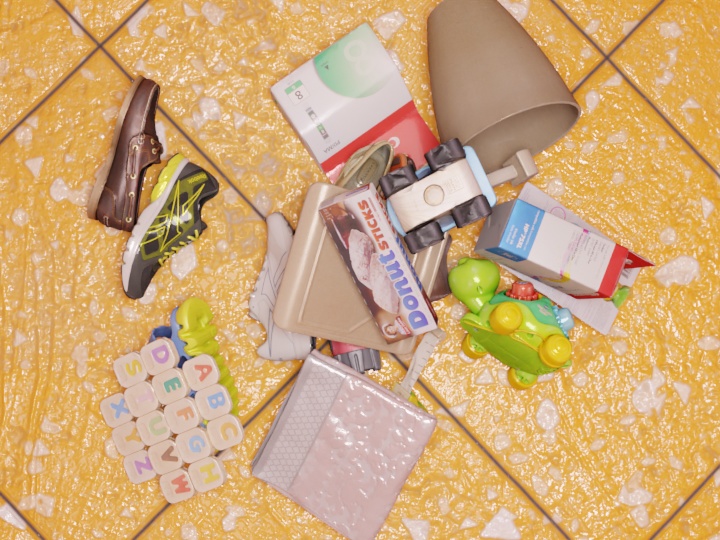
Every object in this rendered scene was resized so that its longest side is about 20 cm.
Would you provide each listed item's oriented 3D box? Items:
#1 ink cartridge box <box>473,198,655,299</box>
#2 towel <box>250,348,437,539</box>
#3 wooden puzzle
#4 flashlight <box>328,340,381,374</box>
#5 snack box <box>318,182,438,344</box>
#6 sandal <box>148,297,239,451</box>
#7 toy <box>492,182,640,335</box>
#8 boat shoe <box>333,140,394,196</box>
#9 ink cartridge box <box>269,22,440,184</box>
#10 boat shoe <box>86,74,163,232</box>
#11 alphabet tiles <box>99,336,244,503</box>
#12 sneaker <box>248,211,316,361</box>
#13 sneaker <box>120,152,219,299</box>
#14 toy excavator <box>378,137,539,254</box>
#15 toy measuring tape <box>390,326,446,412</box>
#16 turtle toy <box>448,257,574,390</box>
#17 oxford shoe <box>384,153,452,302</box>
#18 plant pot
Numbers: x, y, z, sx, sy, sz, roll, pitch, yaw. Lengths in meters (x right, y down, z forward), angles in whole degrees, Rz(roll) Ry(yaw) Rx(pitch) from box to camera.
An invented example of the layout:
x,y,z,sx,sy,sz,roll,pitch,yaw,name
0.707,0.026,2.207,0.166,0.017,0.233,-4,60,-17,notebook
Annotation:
x,y,z,sx,sy,sz,roll,pitch,yaw,name
0.256,-0.017,1.329,0.198,0.116,0.068,24,84,-8,ink cartridge box
-0.025,0.228,1.349,0.189,0.032,0.202,29,107,6,towel
0.000,0.000,1.326,0.198,0.037,0.188,14,96,-25,wooden puzzle
-0.021,0.038,1.390,0.067,0.067,0.203,-15,82,33,flashlight
0.024,-0.006,1.282,0.071,0.024,0.202,-20,113,18,snack box
-0.219,0.139,1.374,0.086,0.079,0.203,-13,92,27,sandal
0.271,-0.014,1.416,0.199,0.047,0.116,32,79,-6,toy
-0.015,-0.078,1.354,0.073,0.063,0.202,35,69,-11,boat shoe
-0.003,-0.204,1.414,0.160,0.050,0.201,-35,87,-5,ink cartridge box
-0.294,-0.151,1.383,0.069,0.070,0.203,18,94,5,boat shoe
-0.245,0.192,1.343,0.194,0.015,0.202,-23,89,25,alphabet tiles
-0.109,0.024,1.382,0.086,0.075,0.203,-7,86,2,sneaker
-0.248,-0.051,1.375,0.084,0.074,0.202,22,85,-2,sneaker
0.129,-0.104,1.319,0.193,0.200,0.101,-27,87,8,toy excavator
0.074,0.166,1.371,0.073,0.074,0.202,26,102,-1,toy measuring tape
0.196,0.063,1.371,0.199,0.146,0.102,34,64,-1,turtle toy
0.079,-0.057,1.406,0.072,0.071,0.203,-9,93,-21,oxford shoe
0.162,-0.255,1.373,0.185,0.188,0.202,-20,75,-4,plant pot
